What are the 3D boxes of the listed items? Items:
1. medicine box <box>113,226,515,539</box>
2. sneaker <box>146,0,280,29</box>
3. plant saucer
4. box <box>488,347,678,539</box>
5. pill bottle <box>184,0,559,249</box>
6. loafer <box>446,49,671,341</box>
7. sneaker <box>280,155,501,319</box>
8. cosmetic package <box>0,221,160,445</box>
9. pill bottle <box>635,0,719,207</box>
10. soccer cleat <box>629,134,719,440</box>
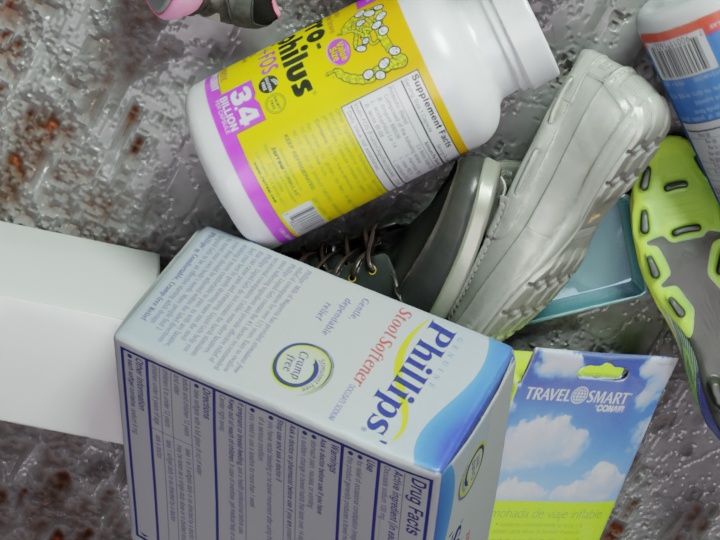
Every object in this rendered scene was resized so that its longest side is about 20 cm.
[{"bbox_3d":[-0.028,0.101,0.987,0.198,0.103,0.183,21,138,16],"label":"medicine box"},{"bbox_3d":[-0.045,-0.221,0.961,0.095,0.079,0.201,15,113,-34],"label":"sneaker"},{"bbox_3d":[0.075,0.006,1.082,0.198,0.019,0.071,-14,112,2],"label":"plant saucer"},{"bbox_3d":[0.109,0.128,1.094,0.121,0.048,0.202,4,116,-33],"label":"box"},{"bbox_3d":[0.008,-0.099,0.988,0.199,0.104,0.105,-26,112,7],"label":"pill bottle"},{"bbox_3d":[0.105,-0.037,1.029,0.070,0.070,0.201,44,115,22],"label":"loafer"},{"bbox_3d":[0.000,0.000,1.010,0.106,0.075,0.201,28,124,-3],"label":"sneaker"},{"bbox_3d":[-0.221,0.025,1.023,0.198,0.108,0.086,13,111,-8],"label":"cosmetic package"},{"bbox_3d":[0.245,-0.079,0.991,0.111,0.112,0.201,-26,102,7],"label":"pill bottle"},{"bbox_3d":[0.210,0.016,1.071,0.064,0.084,0.202,-20,92,4],"label":"soccer cleat"}]
